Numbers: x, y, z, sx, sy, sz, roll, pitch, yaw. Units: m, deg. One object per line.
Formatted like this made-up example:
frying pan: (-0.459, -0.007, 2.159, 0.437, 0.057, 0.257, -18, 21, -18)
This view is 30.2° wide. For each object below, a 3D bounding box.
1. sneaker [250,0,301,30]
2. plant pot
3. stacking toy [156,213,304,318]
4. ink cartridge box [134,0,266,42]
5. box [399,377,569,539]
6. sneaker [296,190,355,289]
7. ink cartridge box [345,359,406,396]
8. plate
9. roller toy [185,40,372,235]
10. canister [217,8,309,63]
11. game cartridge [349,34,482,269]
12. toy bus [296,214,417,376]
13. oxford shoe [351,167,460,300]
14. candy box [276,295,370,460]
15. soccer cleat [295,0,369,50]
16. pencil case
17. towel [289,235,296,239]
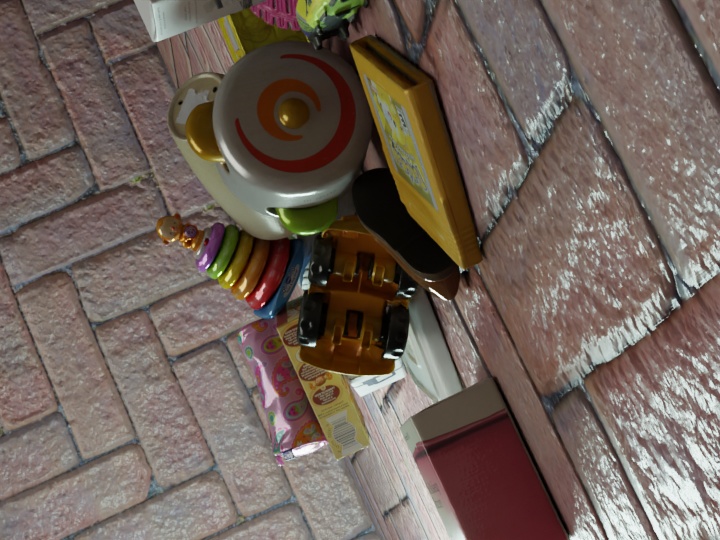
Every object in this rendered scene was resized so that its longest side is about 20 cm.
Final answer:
sneaker: (-0.113, -0.366, 1.555, 0.200, 0.088, 0.081, 43, 154, 8)
plant pot: (-0.149, -0.162, 1.688, 0.200, 0.187, 0.188, 33, -159, -51)
stacking toy: (-0.182, -0.024, 1.789, 0.198, 0.117, 0.110, 26, 172, -17)
ink cartridge box: (-0.163, -0.359, 1.458, 0.147, 0.198, 0.085, 63, 165, 17)
box: (0.137, 0.240, 1.513, 0.128, 0.108, 0.202, 106, 139, -77)
sneaker: (-0.057, -0.064, 1.832, 0.080, 0.076, 0.202, 42, 131, 31)
ink cartridge box: (0.000, 0.091, 1.930, 0.200, 0.084, 0.146, 69, 177, -77)
plate: (0.075, 0.092, 1.751, 0.200, 0.032, 0.202, -140, 28, -72)
roller toy: (-0.081, -0.162, 1.522, 0.199, 0.183, 0.140, 34, 166, 2)
canister: (-0.133, -0.318, 1.757, 0.200, 0.086, 0.150, -157, 45, -79)
game cartridge: (0.054, -0.120, 1.332, 0.176, 0.032, 0.202, -129, 19, -60)
toy bus: (0.000, 0.000, 1.661, 0.193, 0.134, 0.202, -85, 5, -58)
oxford shoe: (0.048, -0.038, 1.468, 0.201, 0.071, 0.072, 57, 173, 42)
candy box: (-0.052, 0.141, 1.797, 0.115, 0.055, 0.202, -112, -1, -78)
soccer cleat: (-0.037, -0.283, 1.347, 0.200, 0.064, 0.085, 154, 95, -81)
pencil case: (-0.111, 0.166, 1.868, 0.088, 0.086, 0.202, 104, 148, -76)
towel: (-0.113, -0.052, 2.008, 0.200, 0.048, 0.171, 40, 178, 28)
